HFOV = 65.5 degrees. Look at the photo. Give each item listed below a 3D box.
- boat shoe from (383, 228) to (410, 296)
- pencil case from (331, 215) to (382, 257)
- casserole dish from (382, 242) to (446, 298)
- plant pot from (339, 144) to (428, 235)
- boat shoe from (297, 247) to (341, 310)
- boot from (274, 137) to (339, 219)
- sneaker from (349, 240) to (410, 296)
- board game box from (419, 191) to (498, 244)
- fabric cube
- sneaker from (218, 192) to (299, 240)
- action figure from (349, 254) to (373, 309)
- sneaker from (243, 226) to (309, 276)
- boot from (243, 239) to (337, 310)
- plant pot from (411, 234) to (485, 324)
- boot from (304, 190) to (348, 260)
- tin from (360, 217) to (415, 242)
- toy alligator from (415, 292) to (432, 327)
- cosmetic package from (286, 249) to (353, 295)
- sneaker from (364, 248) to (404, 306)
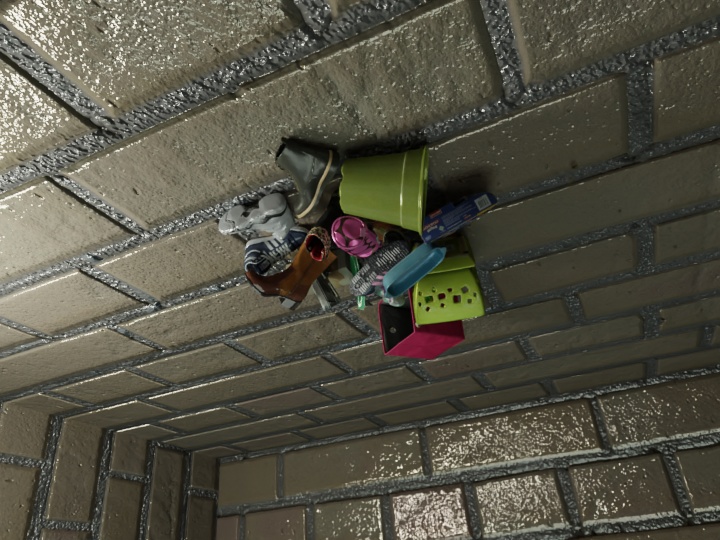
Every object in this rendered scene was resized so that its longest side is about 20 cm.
[{"bbox_3d":[0.103,-0.018,1.524,0.071,0.066,0.202,-4,126,12],"label":"boat shoe"},{"bbox_3d":[-0.006,-0.082,1.372,0.093,0.092,0.200,12,179,12],"label":"pencil case"},{"bbox_3d":[0.133,-0.005,1.440,0.200,0.039,0.121,-40,156,5],"label":"casserole dish"},{"bbox_3d":[0.054,-0.186,1.266,0.188,0.202,0.201,4,151,8],"label":"plant pot"},{"bbox_3d":[-0.117,0.013,1.578,0.063,0.201,0.071,-26,168,-7],"label":"boat shoe"},{"bbox_3d":[-0.150,-0.215,1.287,0.137,0.078,0.201,15,132,-23],"label":"boot"},{"bbox_3d":[0.060,-0.005,1.481,0.200,0.070,0.082,-40,158,19],"label":"sneaker"},{"bbox_3d":[0.240,-0.137,1.428,0.199,0.062,0.200,-29,177,6],"label":"board game box"},{"bbox_3d":[0.198,0.166,1.865,0.198,0.198,0.200,10,147,-27],"label":"fabric cube"},{"bbox_3d":[-0.255,-0.119,1.423,0.198,0.076,0.115,-19,145,17],"label":"sneaker"},{"bbox_3d":[0.000,0.000,1.578,0.054,0.202,0.118,-10,-170,-9],"label":"action figure"},{"bbox_3d":[-0.227,-0.047,1.509,0.198,0.109,0.070,-14,133,18],"label":"sneaker"},{"bbox_3d":[-0.184,-0.010,1.473,0.188,0.069,0.201,33,101,-26],"label":"boot"},{"bbox_3d":[0.238,0.016,1.585,0.198,0.199,0.183,-8,115,7],"label":"plant pot"},{"bbox_3d":[-0.080,-0.088,1.417,0.073,0.151,0.201,25,147,8],"label":"boot"},{"bbox_3d":[0.065,-0.123,1.503,0.111,0.042,0.199,-28,143,28],"label":"tin"},{"bbox_3d":[0.190,0.083,1.748,0.054,0.201,0.059,9,153,33],"label":"toy alligator"},{"bbox_3d":[-0.113,0.008,1.668,0.198,0.072,0.105,-17,149,20],"label":"cosmetic package"},{"bbox_3d":[0.096,0.009,1.621,0.139,0.078,0.200,-30,109,37],"label":"sneaker"}]
